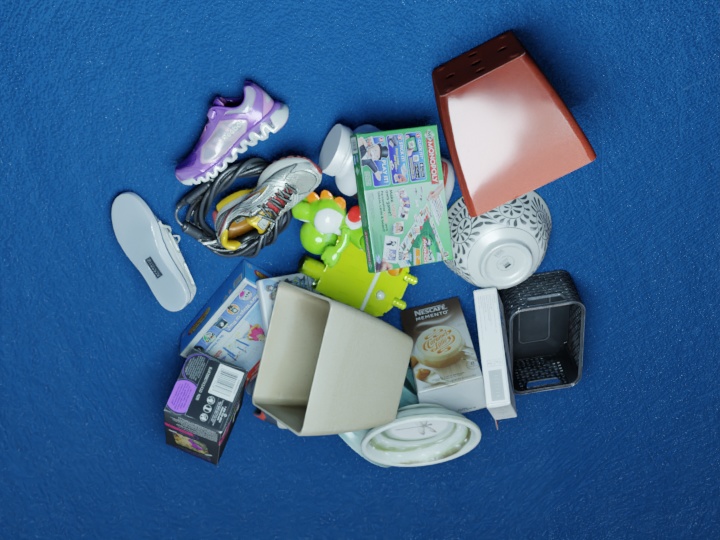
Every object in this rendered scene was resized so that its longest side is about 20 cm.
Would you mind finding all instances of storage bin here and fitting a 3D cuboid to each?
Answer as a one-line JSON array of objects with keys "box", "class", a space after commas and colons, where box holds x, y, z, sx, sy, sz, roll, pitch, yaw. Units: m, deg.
[{"box": [0.322, 0.112, 1.797, 0.133, 0.094, 0.202, -9, 128, -2], "class": "storage bin"}]

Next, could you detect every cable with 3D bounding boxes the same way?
[{"box": [-0.184, -0.096, 1.594, 0.199, 0.051, 0.163, -34, 124, 16], "class": "cable"}]

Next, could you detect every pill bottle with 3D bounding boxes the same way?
[{"box": [0.039, -0.152, 1.547, 0.198, 0.113, 0.113, 21, 121, -21], "class": "pill bottle"}]

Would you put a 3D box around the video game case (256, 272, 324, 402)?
[{"box": [-0.072, 0.102, 1.671, 0.180, 0.022, 0.203, -9, 89, -24], "class": "video game case"}]

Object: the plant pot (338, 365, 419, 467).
[{"box": [0.035, 0.226, 1.782, 0.200, 0.201, 0.134, 37, 106, -30], "class": "plant pot"}]

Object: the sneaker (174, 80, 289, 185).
[{"box": [-0.206, -0.209, 1.496, 0.199, 0.081, 0.089, -35, 117, 11], "class": "sneaker"}]

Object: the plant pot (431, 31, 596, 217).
[{"box": [0.204, -0.229, 1.474, 0.198, 0.201, 0.177, -25, 116, 10], "class": "plant pot"}]

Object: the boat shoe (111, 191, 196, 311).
[{"box": [-0.320, -0.038, 1.605, 0.074, 0.086, 0.203, -29, 96, 19], "class": "boat shoe"}]

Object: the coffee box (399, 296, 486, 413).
[{"box": [0.140, 0.151, 1.729, 0.113, 0.201, 0.080, -14, 130, 1], "class": "coffee box"}]

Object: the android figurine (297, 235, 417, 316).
[{"box": [0.000, 0.000, 1.661, 0.198, 0.041, 0.184, 26, 91, -18], "class": "android figurine"}]

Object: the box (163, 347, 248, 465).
[{"box": [-0.265, 0.236, 1.721, 0.105, 0.123, 0.201, 22, 153, 0], "class": "box"}]

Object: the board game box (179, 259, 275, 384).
[{"box": [-0.179, 0.107, 1.741, 0.195, 0.056, 0.200, 31, 117, -27], "class": "board game box"}]

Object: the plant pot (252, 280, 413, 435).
[{"box": [-0.034, 0.143, 1.559, 0.175, 0.199, 0.203, 12, 92, -29], "class": "plant pot"}]

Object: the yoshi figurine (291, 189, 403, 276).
[{"box": [-0.015, -0.053, 1.569, 0.198, 0.112, 0.113, 20, 92, 13], "class": "yoshi figurine"}]

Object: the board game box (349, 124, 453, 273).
[{"box": [0.062, -0.106, 1.481, 0.133, 0.029, 0.203, -9, 94, -24], "class": "board game box"}]

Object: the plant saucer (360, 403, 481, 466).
[{"box": [0.096, 0.262, 1.639, 0.197, 0.051, 0.201, -4, 148, -3], "class": "plant saucer"}]

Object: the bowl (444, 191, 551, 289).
[{"box": [0.234, -0.036, 1.674, 0.197, 0.095, 0.203, -5, 127, -6], "class": "bowl"}]

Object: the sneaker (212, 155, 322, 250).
[{"box": [-0.137, -0.096, 1.520, 0.199, 0.083, 0.078, -34, 129, 20], "class": "sneaker"}]

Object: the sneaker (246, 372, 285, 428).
[{"box": [-0.155, 0.178, 1.722, 0.083, 0.075, 0.203, 12, 115, 16], "class": "sneaker"}]

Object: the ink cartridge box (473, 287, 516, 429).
[{"box": [0.233, 0.153, 1.711, 0.044, 0.203, 0.176, -8, 157, 12], "class": "ink cartridge box"}]
